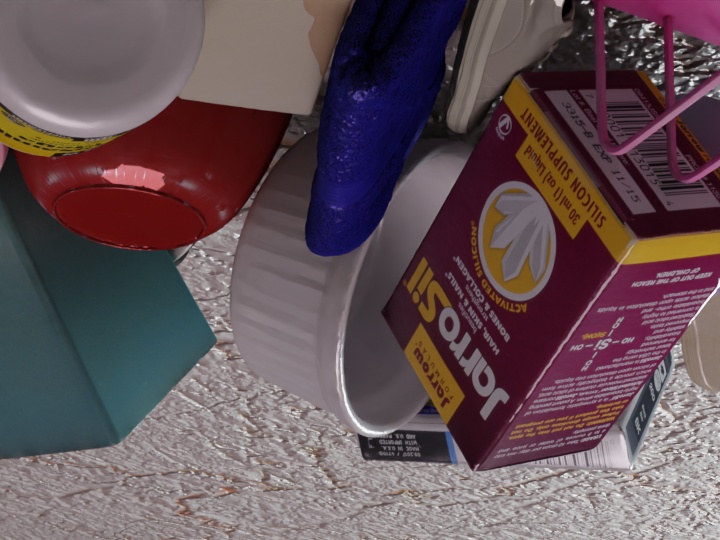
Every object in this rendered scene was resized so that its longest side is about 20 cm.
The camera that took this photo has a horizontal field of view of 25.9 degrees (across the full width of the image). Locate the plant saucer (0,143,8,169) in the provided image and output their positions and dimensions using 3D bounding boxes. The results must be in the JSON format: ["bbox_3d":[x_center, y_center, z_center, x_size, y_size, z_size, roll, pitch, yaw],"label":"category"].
[{"bbox_3d":[-0.305,-0.119,0.952,0.200,0.051,0.201,13,149,8],"label":"plant saucer"}]

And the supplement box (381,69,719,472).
[{"bbox_3d":[0.113,0.000,0.898,0.103,0.131,0.200,-6,140,-34],"label":"supplement box"}]

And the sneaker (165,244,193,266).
[{"bbox_3d":[-0.159,-0.032,1.186,0.200,0.077,0.082,-33,175,42],"label":"sneaker"}]

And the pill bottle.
[{"bbox_3d":[-0.152,-0.117,0.796,0.112,0.113,0.200,12,176,-17],"label":"pill bottle"}]

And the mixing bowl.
[{"bbox_3d":[-0.139,-0.080,0.984,0.199,0.109,0.200,5,158,2],"label":"mixing bowl"}]

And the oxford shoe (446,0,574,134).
[{"bbox_3d":[0.085,-0.133,0.855,0.057,0.075,0.200,11,153,-4],"label":"oxford shoe"}]

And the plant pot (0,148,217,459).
[{"bbox_3d":[-0.226,0.008,1.093,0.141,0.141,0.201,-10,114,33],"label":"plant pot"}]

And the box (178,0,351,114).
[{"bbox_3d":[-0.043,-0.165,0.777,0.077,0.095,0.200,7,159,-9],"label":"box"}]

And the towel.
[{"bbox_3d":[0.019,-0.103,0.842,0.049,0.148,0.200,20,157,3],"label":"towel"}]

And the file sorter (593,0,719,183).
[{"bbox_3d":[0.235,-0.107,0.806,0.199,0.126,0.139,14,153,-23],"label":"file sorter"}]

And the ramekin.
[{"bbox_3d":[0.000,0.000,1.033,0.097,0.201,0.200,18,166,27],"label":"ramekin"}]

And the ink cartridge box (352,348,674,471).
[{"bbox_3d":[0.120,0.075,1.131,0.197,0.200,0.044,-1,116,25],"label":"ink cartridge box"}]

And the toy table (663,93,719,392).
[{"bbox_3d":[0.222,-0.026,0.971,0.117,0.184,0.200,25,-169,-29],"label":"toy table"}]
